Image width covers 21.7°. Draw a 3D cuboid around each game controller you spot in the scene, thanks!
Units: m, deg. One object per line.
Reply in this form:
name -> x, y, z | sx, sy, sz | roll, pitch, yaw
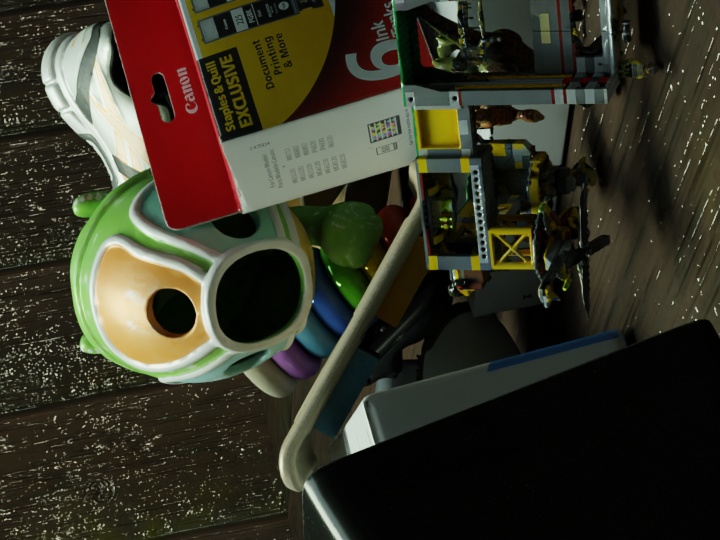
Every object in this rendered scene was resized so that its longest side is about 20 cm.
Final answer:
game controller -> 0.025, 0.012, 1.359 | 0.104, 0.042, 0.200 | -55, 13, 17

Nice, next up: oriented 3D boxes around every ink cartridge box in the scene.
ink cartridge box -> 0.069, 0.106, 1.055 | 0.200, 0.146, 0.085 | 112, 142, -76
ink cartridge box -> -0.061, -0.144, 1.125 | 0.084, 0.175, 0.200 | 78, 174, -60

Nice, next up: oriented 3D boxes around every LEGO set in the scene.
LEGO set -> 0.094, -0.085, 0.913 | 0.154, 0.115, 0.201 | -39, -53, -66

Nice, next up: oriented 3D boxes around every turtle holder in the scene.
turtle holder -> -0.083, 0.007, 1.182 | 0.132, 0.185, 0.141 | 14, 90, 51

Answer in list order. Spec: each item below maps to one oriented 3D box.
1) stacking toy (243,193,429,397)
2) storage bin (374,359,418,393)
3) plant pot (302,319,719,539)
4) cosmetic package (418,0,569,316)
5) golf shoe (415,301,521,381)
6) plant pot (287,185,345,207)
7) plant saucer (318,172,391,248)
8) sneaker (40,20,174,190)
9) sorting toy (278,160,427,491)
stacking toy -> 0.000, 0.000, 1.277 | 0.085, 0.200, 0.085 | 53, -169, -14
storage bin -> 0.042, 0.155, 1.375 | 0.200, 0.145, 0.135 | 97, 171, -63
plant pot -> 0.099, 0.174, 0.827 | 0.200, 0.199, 0.178 | 91, 155, -52
cosmetic package -> 0.074, -0.092, 1.118 | 0.200, 0.052, 0.151 | 90, 164, -52
golf shoe -> 0.094, 0.116, 1.194 | 0.094, 0.078, 0.201 | 23, 130, 67
plant pot -> -0.050, -0.137, 1.344 | 0.186, 0.200, 0.187 | 31, 146, 24
plant saucer -> -0.012, -0.049, 1.494 | 0.200, 0.035, 0.201 | 10, -90, -80
sneaker -> -0.130, -0.079, 1.247 | 0.080, 0.074, 0.200 | -21, 113, 48
sorting toy -> 0.006, 0.035, 1.141 | 0.185, 0.036, 0.200 | 32, -97, -88
